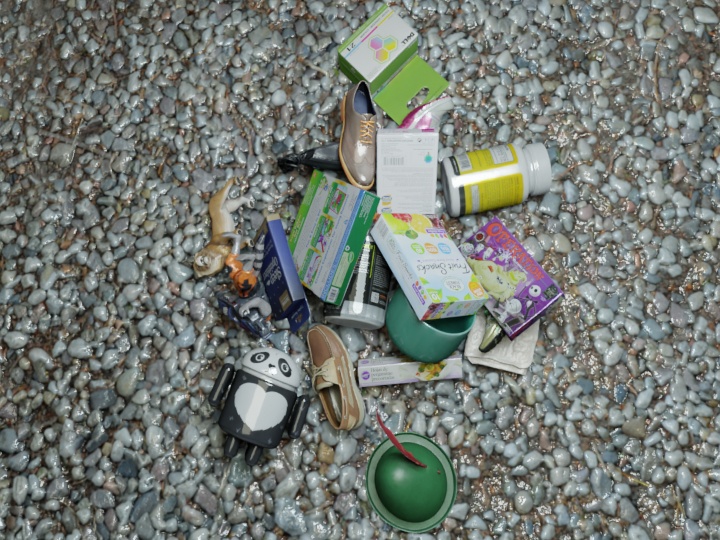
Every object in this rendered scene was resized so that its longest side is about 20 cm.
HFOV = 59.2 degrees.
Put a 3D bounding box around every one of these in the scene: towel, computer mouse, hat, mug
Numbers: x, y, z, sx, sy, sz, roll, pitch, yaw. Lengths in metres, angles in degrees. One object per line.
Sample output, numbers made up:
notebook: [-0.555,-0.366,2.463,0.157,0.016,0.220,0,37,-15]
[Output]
towel: [0.272,0.085,1.199,0.128,0.035,0.207,11,78,5]
computer mouse: [-0.065,-0.221,1.258,0.194,0.138,0.054,-16,98,-13]
hat: [0.076,0.359,1.077,0.196,0.176,0.169,30,81,10]
mug: [0.127,0.081,1.163,0.151,0.116,0.185,38,41,9]

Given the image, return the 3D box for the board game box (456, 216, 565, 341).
board game box: [0.254,0.010,1.126,0.119,0.032,0.202,-36,55,2]

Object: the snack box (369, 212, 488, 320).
snack box: [0.119,-0.012,1.116,0.139,0.053,0.203,-2,51,-37]

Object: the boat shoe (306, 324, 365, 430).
boat shoe: [-0.054,0.196,1.165,0.075,0.071,0.204,-34,74,32]

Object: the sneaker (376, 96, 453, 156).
sneaker: [0.116,-0.267,1.267,0.199,0.081,0.089,-41,105,-8]

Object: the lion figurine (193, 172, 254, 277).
lion figurine: [-0.274,-0.090,1.262,0.119,0.072,0.206,-16,60,28]

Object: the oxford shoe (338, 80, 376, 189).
oxford shoe: [-0.001,-0.254,1.186,0.069,0.073,0.207,-3,76,-20]

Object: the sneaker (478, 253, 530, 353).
sneaker: [0.244,0.052,1.164,0.086,0.077,0.204,19,72,20]

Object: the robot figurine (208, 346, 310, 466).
robot figurine: [-0.183,0.242,1.147,0.122,0.149,0.206,11,76,43]

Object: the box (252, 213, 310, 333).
box: [-0.153,0.011,1.201,0.032,0.121,0.205,-13,75,-28]

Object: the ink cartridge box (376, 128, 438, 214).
ink cartridge box: [0.089,-0.169,1.225,0.115,0.042,0.206,1,116,3]

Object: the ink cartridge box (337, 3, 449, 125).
ink cartridge box: [0.070,-0.417,1.302,0.148,0.076,0.200,-44,77,-6]

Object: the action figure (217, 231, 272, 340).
action figure: [-0.194,0.045,1.175,0.103,0.199,0.198,-25,35,-29]

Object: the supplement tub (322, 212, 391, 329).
supplement tub: [0.000,0.000,1.191,0.118,0.123,0.207,8,78,5]

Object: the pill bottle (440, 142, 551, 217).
pill bottle: [0.258,-0.177,1.217,0.193,0.114,0.118,-11,77,1]

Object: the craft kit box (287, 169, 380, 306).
craft kit box: [-0.062,-0.066,1.163,0.196,0.048,0.205,31,101,51]

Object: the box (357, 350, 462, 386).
box: [0.092,0.183,1.181,0.193,0.042,0.040,-5,102,3]
